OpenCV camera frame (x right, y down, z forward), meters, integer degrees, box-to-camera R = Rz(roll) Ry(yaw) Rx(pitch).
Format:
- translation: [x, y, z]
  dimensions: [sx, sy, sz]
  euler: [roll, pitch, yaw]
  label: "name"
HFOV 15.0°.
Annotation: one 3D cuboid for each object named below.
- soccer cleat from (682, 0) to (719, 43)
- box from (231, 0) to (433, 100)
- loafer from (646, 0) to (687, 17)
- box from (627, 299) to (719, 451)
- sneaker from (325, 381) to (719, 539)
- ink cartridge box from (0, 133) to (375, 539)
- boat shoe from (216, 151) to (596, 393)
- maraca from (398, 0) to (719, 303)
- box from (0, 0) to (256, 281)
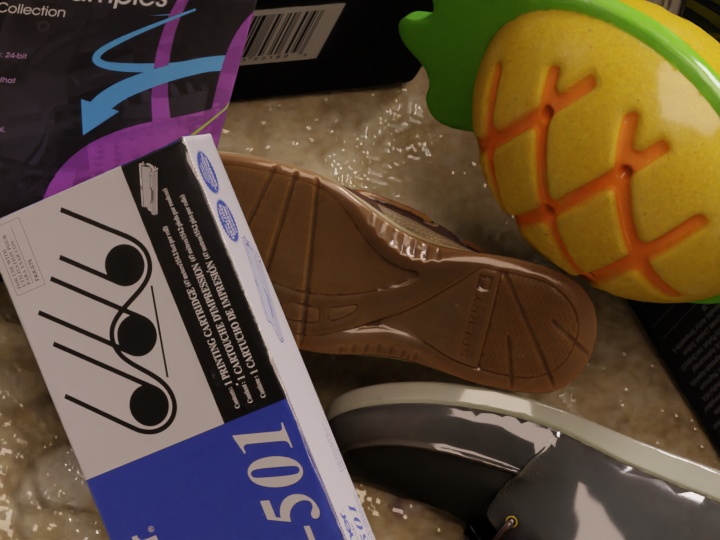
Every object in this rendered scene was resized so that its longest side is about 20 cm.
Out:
- translation: [0.127, -0.135, 1.297]
  dimensions: [0.199, 0.065, 0.084]
  euler: [11, 78, -11]
  label: "soccer cleat"
- translation: [-0.074, -0.189, 1.226]
  dimensions: [0.199, 0.123, 0.199]
  euler: [-8, 66, -23]
  label: "box"
- translation: [0.147, -0.155, 1.222]
  dimensions: [0.070, 0.201, 0.070]
  euler: [28, 14, 7]
  label: "loafer"
- translation: [0.221, 0.013, 1.240]
  dimensions: [0.147, 0.104, 0.201]
  euler: [-22, 74, -27]
  label: "box"
- translation: [0.073, 0.119, 1.154]
  dimensions: [0.199, 0.075, 0.107]
  euler: [17, 67, -6]
  label: "sneaker"
- translation: [-0.068, 0.056, 1.096]
  dimensions: [0.094, 0.044, 0.201]
  euler: [-23, 90, 14]
  label: "ink cartridge box"
- translation: [0.000, 0.000, 1.156]
  dimensions: [0.199, 0.072, 0.073]
  euler: [16, 94, -8]
  label: "boat shoe"
- translation: [0.094, -0.064, 1.142]
  dimensions: [0.200, 0.137, 0.107]
  euler: [39, 52, 20]
  label: "maraca"
- translation: [-0.121, -0.083, 1.111]
  dimensions: [0.142, 0.201, 0.036]
  euler: [1, 35, -23]
  label: "box"
